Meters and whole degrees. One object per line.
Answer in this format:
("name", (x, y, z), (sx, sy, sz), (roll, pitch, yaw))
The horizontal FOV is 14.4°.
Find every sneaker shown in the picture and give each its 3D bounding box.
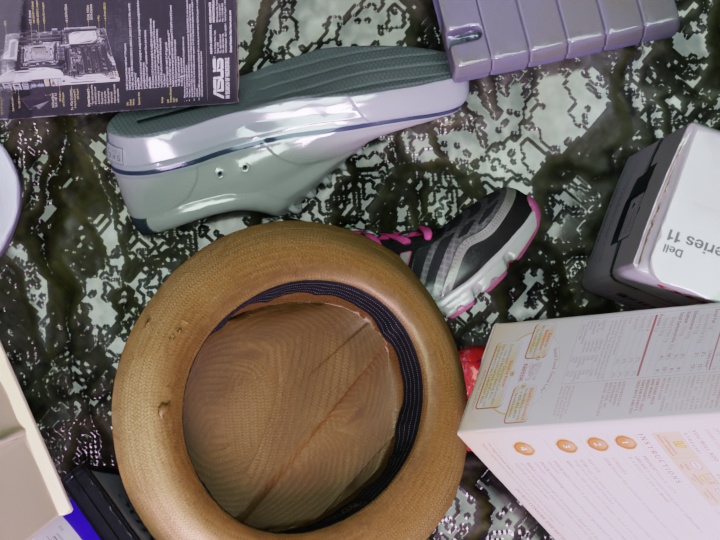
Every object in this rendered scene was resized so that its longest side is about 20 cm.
("sneaker", (-0.037, -0.070, 1.538), (0.200, 0.073, 0.071), (-13, 119, -8))
("sneaker", (0.000, 0.000, 1.526), (0.200, 0.074, 0.087), (-31, 96, 2))

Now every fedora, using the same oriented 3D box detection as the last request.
("fedora", (-0.043, 0.074, 1.442), (0.201, 0.082, 0.201), (5, 77, -25))

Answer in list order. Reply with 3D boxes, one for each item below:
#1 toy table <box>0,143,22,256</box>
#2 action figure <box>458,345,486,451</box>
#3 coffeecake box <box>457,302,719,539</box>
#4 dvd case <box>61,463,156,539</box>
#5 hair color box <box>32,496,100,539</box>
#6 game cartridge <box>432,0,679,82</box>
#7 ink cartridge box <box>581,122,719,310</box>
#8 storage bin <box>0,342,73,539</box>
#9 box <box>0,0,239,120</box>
("toy table", (-0.281, -0.024, 1.493), (0.200, 0.117, 0.184), (-30, 90, -2))
("action figure", (0.116, 0.073, 1.544), (0.200, 0.052, 0.065), (4, 83, 2))
("coffeecake box", (0.176, 0.089, 1.415), (0.154, 0.200, 0.073), (48, 50, -38))
("dvd case", (-0.082, 0.161, 1.445), (0.018, 0.200, 0.143), (-37, 80, 4))
("hair color box", (-0.207, 0.197, 1.441), (0.065, 0.200, 0.109), (54, 43, -2))
("game cartridge", (0.090, -0.207, 1.537), (0.130, 0.038, 0.200), (-11, 74, -7))
("ink cartridge box", (0.206, -0.008, 1.474), (0.147, 0.200, 0.083), (20, 87, -3))
("storage bin", (-0.272, 0.071, 1.363), (0.200, 0.094, 0.199), (-20, 97, 26))
("box", (-0.142, -0.172, 1.451), (0.158, 0.050, 0.200), (-5, 129, -6))
